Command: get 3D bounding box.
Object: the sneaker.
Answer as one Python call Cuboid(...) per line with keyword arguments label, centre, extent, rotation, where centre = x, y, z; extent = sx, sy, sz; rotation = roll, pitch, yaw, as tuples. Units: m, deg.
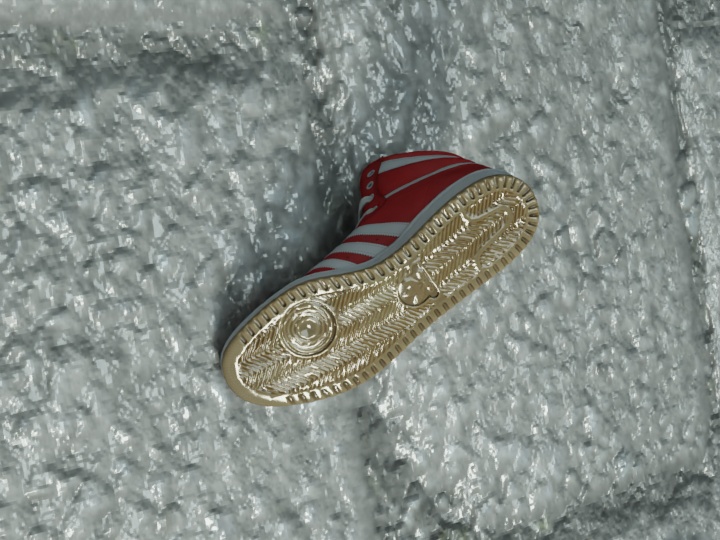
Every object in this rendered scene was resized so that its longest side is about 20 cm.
Cuboid(label="sneaker", centre=(0.000, 0.000, 0.995), extent=(0.200, 0.112, 0.071), rotation=(-32, 113, -6))
